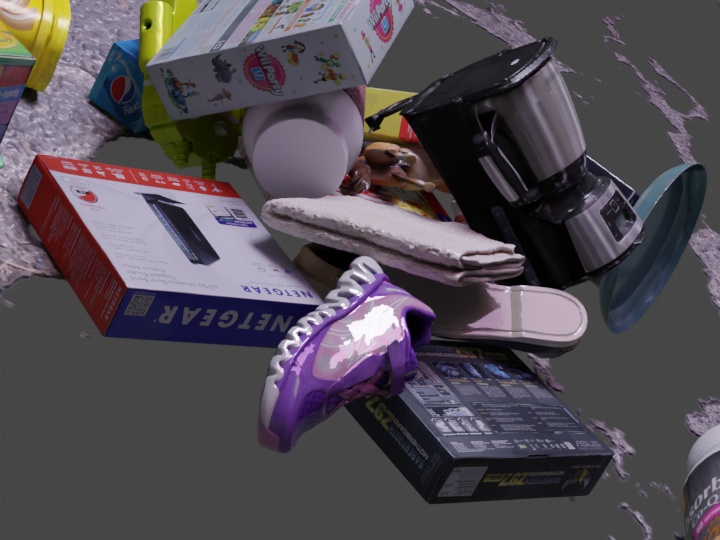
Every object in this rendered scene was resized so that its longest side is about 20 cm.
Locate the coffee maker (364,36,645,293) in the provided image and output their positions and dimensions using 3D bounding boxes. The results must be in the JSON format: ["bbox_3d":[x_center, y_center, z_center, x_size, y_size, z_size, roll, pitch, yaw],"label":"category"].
[{"bbox_3d":[0.135,-0.085,1.366,0.192,0.134,0.201,1,-57,60],"label":"coffee maker"}]

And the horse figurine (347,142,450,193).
[{"bbox_3d":[0.061,-0.096,1.506,0.199,0.050,0.132,4,7,-31],"label":"horse figurine"}]

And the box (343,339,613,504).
[{"bbox_3d":[0.089,0.120,1.247,0.199,0.051,0.158,6,31,-44],"label":"box"}]

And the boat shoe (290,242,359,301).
[{"bbox_3d":[0.000,0.000,1.363,0.074,0.069,0.200,39,25,20],"label":"boat shoe"}]

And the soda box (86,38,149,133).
[{"bbox_3d":[-0.185,-0.194,1.541,0.064,0.068,0.200,36,24,13],"label":"soda box"}]

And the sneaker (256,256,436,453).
[{"bbox_3d":[-0.006,0.069,1.142,0.088,0.081,0.200,27,43,14],"label":"sneaker"}]

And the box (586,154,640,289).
[{"bbox_3d":[0.213,-0.082,1.664,0.200,0.104,0.182,40,5,23],"label":"box"}]

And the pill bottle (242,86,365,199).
[{"bbox_3d":[-0.052,-0.146,1.424,0.113,0.113,0.200,24,27,-12],"label":"pill bottle"}]

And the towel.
[{"bbox_3d":[0.029,-0.030,1.271,0.199,0.035,0.132,17,11,26],"label":"towel"}]

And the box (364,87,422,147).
[{"bbox_3d":[0.065,-0.148,1.534,0.199,0.050,0.075,12,-1,30],"label":"box"}]

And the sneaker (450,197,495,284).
[{"bbox_3d":[0.126,0.008,1.512,0.078,0.116,0.200,3,-16,26],"label":"sneaker"}]

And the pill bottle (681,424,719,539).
[{"bbox_3d":[0.326,0.213,1.258,0.116,0.117,0.200,27,23,-6],"label":"pill bottle"}]

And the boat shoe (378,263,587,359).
[{"bbox_3d":[0.093,0.041,1.323,0.199,0.063,0.073,11,60,-4],"label":"boat shoe"}]

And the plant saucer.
[{"bbox_3d":[0.305,-0.027,1.615,0.027,0.201,0.200,30,21,24],"label":"plant saucer"}]

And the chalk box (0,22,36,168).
[{"bbox_3d":[-0.348,-0.148,1.188,0.200,0.124,0.124,43,27,29],"label":"chalk box"}]

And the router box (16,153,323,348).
[{"bbox_3d":[-0.153,-0.014,1.239,0.199,0.049,0.180,6,33,-43],"label":"router box"}]

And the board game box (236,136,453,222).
[{"bbox_3d":[-0.014,-0.082,1.541,0.199,0.046,0.152,14,28,-32],"label":"board game box"}]

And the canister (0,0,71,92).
[{"bbox_3d":[-0.379,-0.252,1.412,0.199,0.087,0.149,17,26,-24],"label":"canister"}]

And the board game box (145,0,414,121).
[{"bbox_3d":[-0.070,-0.209,1.360,0.064,0.199,0.148,65,32,-28],"label":"board game box"}]

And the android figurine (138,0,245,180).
[{"bbox_3d":[-0.155,-0.184,1.453,0.182,0.041,0.201,33,54,-57],"label":"android figurine"}]
